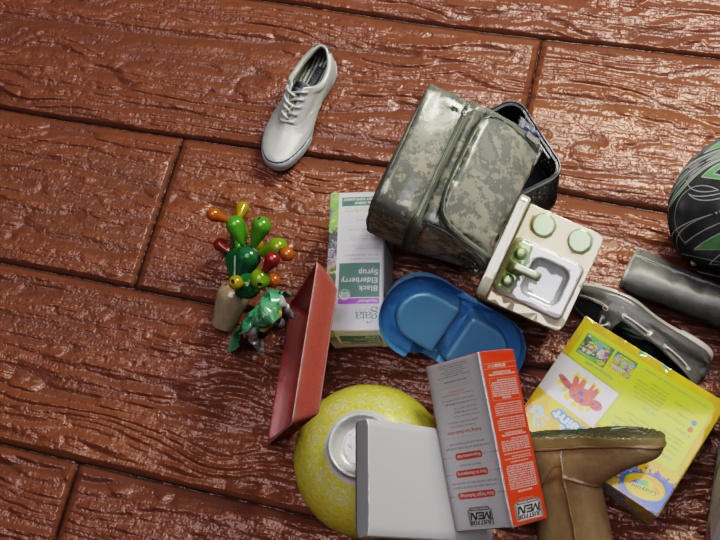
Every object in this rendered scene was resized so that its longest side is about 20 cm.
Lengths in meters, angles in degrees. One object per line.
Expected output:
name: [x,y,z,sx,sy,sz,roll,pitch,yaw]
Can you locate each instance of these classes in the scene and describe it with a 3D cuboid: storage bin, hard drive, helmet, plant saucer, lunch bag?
storage bin: [0.160,-0.123,1.381,0.199,0.094,0.136,-26,67,-4]
hard drive: [0.078,0.254,1.205,0.027,0.199,0.133,-21,63,47]
helmet: [0.488,-0.080,1.266,0.190,0.200,0.201,18,72,6]
plant saucer: [-0.072,0.113,1.274,0.037,0.200,0.201,11,71,-9]
lunch bag: [0.119,-0.112,1.265,0.167,0.139,0.201,26,74,2]

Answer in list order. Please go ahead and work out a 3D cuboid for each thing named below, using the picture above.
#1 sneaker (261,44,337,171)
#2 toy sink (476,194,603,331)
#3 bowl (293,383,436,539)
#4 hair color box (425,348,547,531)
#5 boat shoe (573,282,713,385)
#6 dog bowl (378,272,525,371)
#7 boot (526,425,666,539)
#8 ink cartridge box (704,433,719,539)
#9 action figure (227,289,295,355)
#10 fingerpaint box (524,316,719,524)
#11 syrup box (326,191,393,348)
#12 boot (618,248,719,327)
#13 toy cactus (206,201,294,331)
sneaker: [-0.095,-0.243,1.474,0.073,0.071,0.201,17,72,14]
toy sink: [0.221,-0.003,1.249,0.112,0.200,0.131,24,89,9]
bowl: [0.007,0.227,1.258,0.199,0.108,0.201,-3,68,7]
hair color box: [0.147,0.201,1.196,0.061,0.101,0.201,-1,77,-37]
boat shoe: [0.350,0.082,1.286,0.199,0.067,0.057,29,61,15]
dog bowl: [0.115,0.075,1.287,0.199,0.050,0.112,30,104,-10]
boot: [0.280,0.283,1.165,0.175,0.066,0.201,-8,91,38]
ink cartridge box: [0.447,0.236,1.140,0.082,0.147,0.200,11,48,17]
action figure: [-0.122,0.065,1.289,0.055,0.200,0.118,42,81,1]
fingerpaint box: [0.318,0.184,1.249,0.200,0.073,0.167,32,76,18]
syrup box: [0.000,0.000,1.361,0.078,0.081,0.201,-2,68,10]
boot: [0.421,0.042,1.252,0.199,0.182,0.073,29,107,10]
toy cactus: [-0.166,0.003,1.360,0.200,0.102,0.166,43,114,54]
